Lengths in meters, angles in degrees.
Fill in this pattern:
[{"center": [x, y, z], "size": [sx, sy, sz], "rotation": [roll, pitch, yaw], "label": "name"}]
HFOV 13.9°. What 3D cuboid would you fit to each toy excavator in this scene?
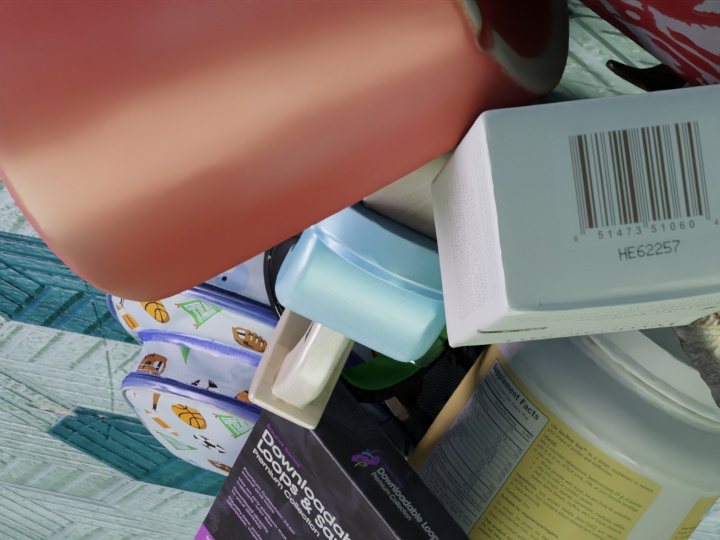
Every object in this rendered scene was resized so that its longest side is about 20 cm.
[{"center": [0.000, 0.000, 1.294], "size": [0.100, 0.201, 0.195], "rotation": [26, -164, -6], "label": "toy excavator"}]

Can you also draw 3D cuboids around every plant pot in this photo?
[{"center": [-0.031, -0.104, 1.076], "size": [0.177, 0.201, 0.200], "rotation": [-17, 149, 22], "label": "plant pot"}]

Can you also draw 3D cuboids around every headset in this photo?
[{"center": [0.015, -0.014, 1.427], "size": [0.094, 0.124, 0.200], "rotation": [28, 155, 37], "label": "headset"}]

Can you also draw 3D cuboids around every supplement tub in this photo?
[{"center": [0.106, 0.104, 1.529], "size": [0.145, 0.200, 0.145], "rotation": [31, -164, -10], "label": "supplement tub"}]

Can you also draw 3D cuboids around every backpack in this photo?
[{"center": [-0.047, 0.031, 1.576], "size": [0.199, 0.155, 0.191], "rotation": [8, 150, 26], "label": "backpack"}]

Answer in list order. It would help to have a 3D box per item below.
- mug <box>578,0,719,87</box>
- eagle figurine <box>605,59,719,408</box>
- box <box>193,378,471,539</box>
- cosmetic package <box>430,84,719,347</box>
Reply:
[{"center": [0.162, -0.132, 1.040], "size": [0.200, 0.178, 0.134], "rotation": [29, -167, -26], "label": "mug"}, {"center": [0.185, -0.013, 1.212], "size": [0.150, 0.201, 0.152], "rotation": [-23, 168, 24], "label": "eagle figurine"}, {"center": [-0.011, 0.145, 1.479], "size": [0.143, 0.036, 0.200], "rotation": [49, 149, 13], "label": "box"}, {"center": [0.084, -0.015, 1.058], "size": [0.101, 0.074, 0.200], "rotation": [-6, 174, -3], "label": "cosmetic package"}]
